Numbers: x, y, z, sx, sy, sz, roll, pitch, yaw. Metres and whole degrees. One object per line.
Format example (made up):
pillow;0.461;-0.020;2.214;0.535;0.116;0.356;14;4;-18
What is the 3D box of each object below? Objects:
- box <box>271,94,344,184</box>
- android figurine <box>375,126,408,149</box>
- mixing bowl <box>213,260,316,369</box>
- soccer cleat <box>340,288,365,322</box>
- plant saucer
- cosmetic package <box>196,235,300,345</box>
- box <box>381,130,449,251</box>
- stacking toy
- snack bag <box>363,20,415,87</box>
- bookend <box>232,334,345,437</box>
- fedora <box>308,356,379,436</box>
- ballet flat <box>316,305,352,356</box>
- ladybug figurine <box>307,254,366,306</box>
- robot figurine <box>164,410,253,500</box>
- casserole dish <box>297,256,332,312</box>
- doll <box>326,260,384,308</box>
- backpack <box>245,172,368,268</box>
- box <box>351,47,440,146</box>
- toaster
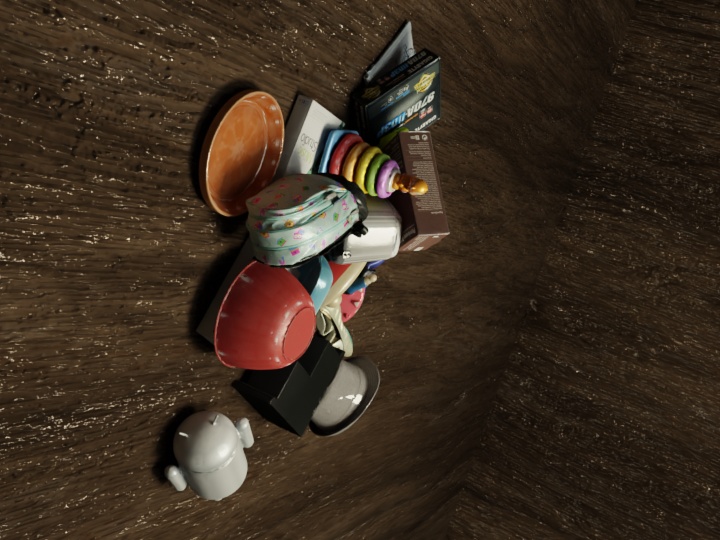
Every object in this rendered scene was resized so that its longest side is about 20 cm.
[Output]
box;-0.102;-0.192;1.553;0.202;0.036;0.144;-68;156;2
android figurine;0.053;-0.199;1.760;0.199;0.041;0.184;-29;144;-34
mixing bowl;-0.145;0.088;1.488;0.200;0.107;0.202;-45;145;-43
soccer cleat;-0.013;0.017;1.892;0.077;0.066;0.202;-60;170;-76
plant saucer;-0.189;-0.185;1.380;0.200;0.032;0.202;-48;149;-41
cosmetic package;-0.193;0.053;1.546;0.202;0.051;0.151;-62;157;-15
box;0.096;-0.146;1.630;0.074;0.100;0.203;-5;76;-25
stacking toy;0.031;-0.172;1.566;0.116;0.198;0.111;-16;125;-64
snack bag;0.072;-0.379;1.786;0.189;0.021;0.201;-55;153;-27
bookend;-0.136;0.195;1.737;0.200;0.091;0.200;-62;154;-19
fedora;-0.062;0.256;1.893;0.200;0.177;0.090;-46;127;10
ballet flat;-0.066;0.126;1.866;0.063;0.067;0.202;-52;142;-35
ladybug figurine;-0.051;-0.014;1.725;0.072;0.135;0.201;46;56;-22
robot figurine;-0.264;0.325;1.545;0.169;0.113;0.201;-34;143;-23
casserole dish;-0.106;0.052;1.625;0.038;0.121;0.201;22;108;-25
doll;0.000;0.000;1.778;0.200;0.136;0.049;-42;121;-12
backpack;-0.102;-0.086;1.444;0.199;0.165;0.128;-36;120;-43
box;0.075;-0.323;1.738;0.199;0.046;0.160;-37;147;-22
toaster;-0.007;-0.085;1.628;0.128;0.200;0.115;-4;118;-23
